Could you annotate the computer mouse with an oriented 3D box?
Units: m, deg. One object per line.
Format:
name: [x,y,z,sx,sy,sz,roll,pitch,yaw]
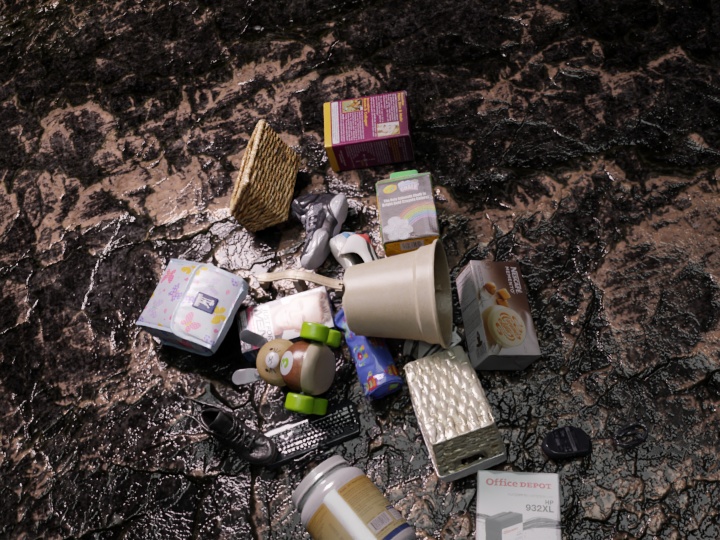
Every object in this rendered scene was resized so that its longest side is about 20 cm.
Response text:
computer mouse: [0.429,0.312,1.322,0.197,0.034,0.059,-7,45,1]

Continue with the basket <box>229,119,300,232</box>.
basket: [-0.241,-0.210,1.619,0.142,0.149,0.202,-14,52,32]

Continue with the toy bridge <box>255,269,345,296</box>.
toy bridge: [-0.133,0.023,1.548,0.197,0.067,0.028,5,64,13]

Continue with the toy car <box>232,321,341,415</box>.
toy car: [-0.157,0.180,1.409,0.198,0.158,0.166,9,80,17]

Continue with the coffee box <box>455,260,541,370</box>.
coffee box: [0.266,0.087,1.414,0.113,0.080,0.202,3,61,-18]

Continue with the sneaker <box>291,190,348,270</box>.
sneaker: [-0.111,-0.094,1.603,0.113,0.076,0.201,17,62,19]

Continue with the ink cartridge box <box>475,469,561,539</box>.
ink cartridge box: [0.271,0.455,1.243,0.143,0.084,0.202,0,63,11]

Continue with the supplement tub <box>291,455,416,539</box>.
supplement tub: [-0.015,0.441,1.269,0.144,0.145,0.200,-41,63,-11]

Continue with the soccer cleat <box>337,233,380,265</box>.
soccer cleat: [0.035,0.013,1.472,0.200,0.069,0.085,49,51,-3]

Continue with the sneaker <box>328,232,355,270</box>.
sneaker: [0.000,0.000,1.536,0.072,0.072,0.201,-23,64,-10]

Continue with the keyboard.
keyboard: [-0.095,0.325,1.403,0.198,0.040,0.105,-22,61,0]

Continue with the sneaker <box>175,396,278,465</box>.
sneaker: [-0.257,0.309,1.396,0.198,0.104,0.060,22,70,28]

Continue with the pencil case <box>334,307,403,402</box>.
pencil case: [0.014,0.163,1.445,0.077,0.087,0.201,0,53,-38]

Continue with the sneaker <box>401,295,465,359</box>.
sneaker: [0.167,0.097,1.463,0.114,0.076,0.202,20,76,10]

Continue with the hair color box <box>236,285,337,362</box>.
hair color box: [-0.153,0.112,1.511,0.198,0.061,0.101,-16,62,1]

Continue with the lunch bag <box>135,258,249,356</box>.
lunch bag: [-0.343,0.076,1.508,0.198,0.127,0.171,11,65,33]

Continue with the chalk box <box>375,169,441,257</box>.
chalk box: [0.104,-0.122,1.548,0.123,0.124,0.202,-9,61,7]

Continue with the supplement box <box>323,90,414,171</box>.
supplement box: [0.019,-0.322,1.676,0.197,0.103,0.132,-6,62,8]

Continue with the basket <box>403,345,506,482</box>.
basket: [0.169,0.255,1.315,0.134,0.124,0.201,-19,46,0]

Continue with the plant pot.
plant pot: [0.069,0.051,1.361,0.181,0.201,0.203,-6,62,16]
